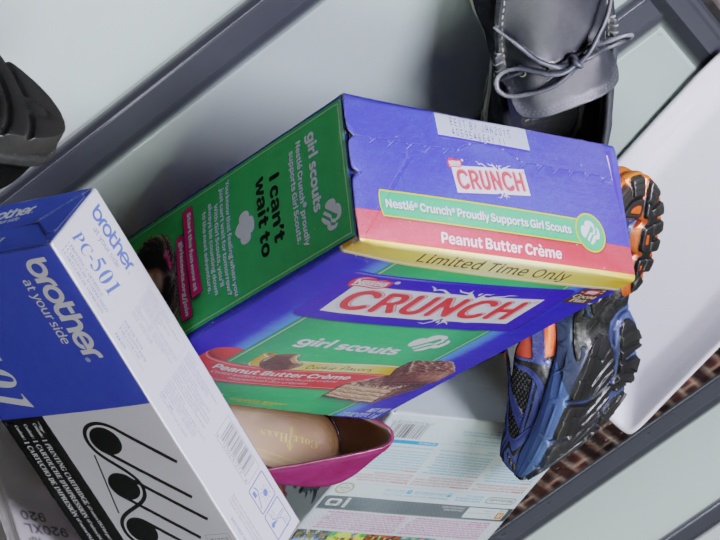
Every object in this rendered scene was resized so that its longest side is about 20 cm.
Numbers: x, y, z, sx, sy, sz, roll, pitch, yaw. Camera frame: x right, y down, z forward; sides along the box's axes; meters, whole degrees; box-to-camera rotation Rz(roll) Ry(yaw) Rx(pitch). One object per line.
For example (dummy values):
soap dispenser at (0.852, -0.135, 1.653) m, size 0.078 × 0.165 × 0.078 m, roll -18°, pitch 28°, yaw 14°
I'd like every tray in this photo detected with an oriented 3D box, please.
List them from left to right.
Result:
tray at (0.169, -0.014, 1.228) m, size 0.200 × 0.107 × 0.022 m, roll -49°, pitch 173°, yaw 28°

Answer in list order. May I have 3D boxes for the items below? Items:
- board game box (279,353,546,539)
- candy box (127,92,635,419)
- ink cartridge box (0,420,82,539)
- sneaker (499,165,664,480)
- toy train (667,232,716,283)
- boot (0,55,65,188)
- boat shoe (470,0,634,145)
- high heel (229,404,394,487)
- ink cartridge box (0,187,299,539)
board game box at (0.008, 0.130, 1.318) m, size 0.147 × 0.064 × 0.200 m, roll 10°, pitch 128°, yaw -40°
candy box at (0.000, 0.000, 1.082) m, size 0.169 × 0.077 × 0.200 m, roll 8°, pitch 152°, yaw -38°
ink cartridge box at (-0.178, 0.189, 1.197) m, size 0.147 × 0.145 × 0.200 m, roll 15°, pitch 127°, yaw -42°
sneaker at (0.103, 0.022, 1.216) m, size 0.075 × 0.078 × 0.200 m, roll -24°, pitch 135°, yaw -44°
toy train at (0.256, -0.004, 1.305) m, size 0.116 × 0.085 × 0.200 m, roll -27°, pitch 146°, yaw 17°
boot at (-0.240, -0.030, 0.936) m, size 0.211 × 0.079 × 0.158 m, roll 10°, pitch 124°, yaw -27°
boat shoe at (0.090, -0.105, 1.079) m, size 0.075 × 0.062 × 0.200 m, roll -17°, pitch 142°, yaw -12°
high heel at (-0.079, 0.073, 1.159) m, size 0.096 × 0.067 × 0.200 m, roll -16°, pitch 163°, yaw 41°
ink cartridge box at (-0.116, 0.059, 1.054) m, size 0.094 × 0.044 × 0.200 m, roll -8°, pitch 123°, yaw 35°
